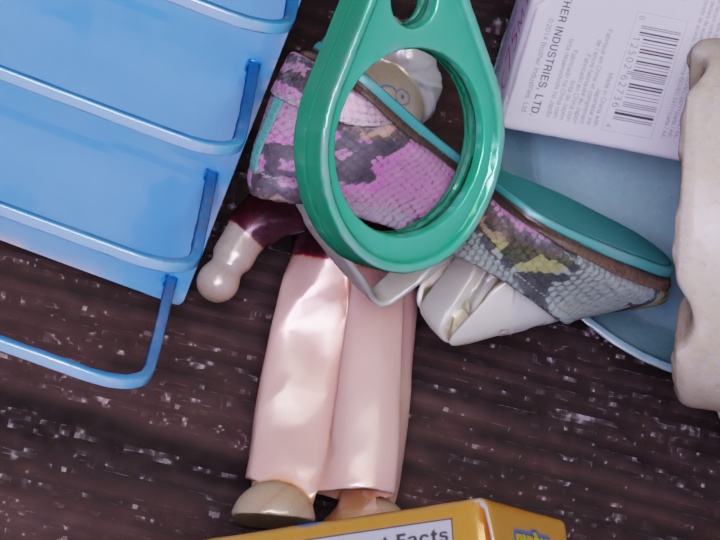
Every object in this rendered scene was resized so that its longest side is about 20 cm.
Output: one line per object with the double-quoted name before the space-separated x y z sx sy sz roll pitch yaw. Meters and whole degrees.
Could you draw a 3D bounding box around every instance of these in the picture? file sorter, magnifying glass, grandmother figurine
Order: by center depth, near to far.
"magnifying glass" 0.016 -0.098 0.953 0.079 0.022 0.201 -7 103 -37
"file sorter" -0.097 -0.080 1.012 0.138 0.123 0.201 20 110 -7
"grandmother figurine" 0.000 0.000 1.095 0.121 0.060 0.201 12 76 -31

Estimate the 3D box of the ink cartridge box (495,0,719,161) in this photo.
"ink cartridge box" 0.160 -0.095 1.089 0.199 0.120 0.042 11 30 -7

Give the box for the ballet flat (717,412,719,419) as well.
"ballet flat" 0.226 0.087 1.098 0.200 0.069 0.070 33 72 -15

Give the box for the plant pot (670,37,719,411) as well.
"plant pot" 0.205 -0.013 1.022 0.183 0.200 0.201 2 76 8

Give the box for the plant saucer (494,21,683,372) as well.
"plant saucer" 0.144 -0.049 1.148 0.199 0.036 0.201 3 76 -12

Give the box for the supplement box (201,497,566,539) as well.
"supplement box" -0.026 0.126 0.998 0.199 0.066 0.069 -9 75 27

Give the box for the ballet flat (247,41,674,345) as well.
"ballet flat" 0.031 -0.014 1.042 0.200 0.069 0.071 28 98 -41
